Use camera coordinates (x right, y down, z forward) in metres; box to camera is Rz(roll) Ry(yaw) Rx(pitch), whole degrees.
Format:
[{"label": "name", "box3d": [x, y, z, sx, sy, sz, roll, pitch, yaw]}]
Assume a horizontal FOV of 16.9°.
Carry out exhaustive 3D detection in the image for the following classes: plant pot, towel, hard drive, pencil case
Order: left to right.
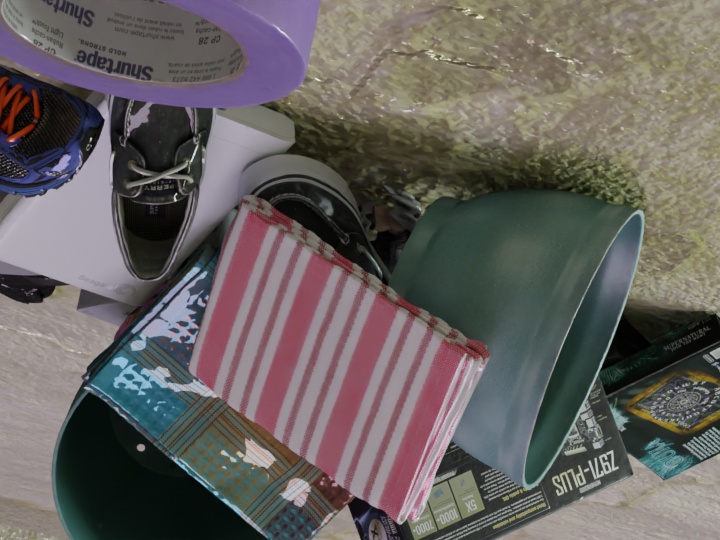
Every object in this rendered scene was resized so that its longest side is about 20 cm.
[{"label": "hard drive", "box3d": [-0.152, -0.056, 1.625, 0.131, 0.026, 0.200, 20, 135, -29]}, {"label": "plant pot", "box3d": [-0.134, 0.130, 1.870, 0.199, 0.202, 0.161, 13, -165, -8]}, {"label": "pencil case", "box3d": [-0.087, 0.097, 1.737, 0.086, 0.083, 0.200, -35, 103, 20]}, {"label": "towel", "box3d": [-0.076, 0.092, 1.678, 0.200, 0.147, 0.022, 41, -159, -9]}, {"label": "towel", "box3d": [-0.019, 0.058, 1.591, 0.199, 0.147, 0.030, 34, -147, 19]}, {"label": "plant pot", "box3d": [0.092, 0.028, 1.635, 0.133, 0.201, 0.200, 23, 168, 14]}]

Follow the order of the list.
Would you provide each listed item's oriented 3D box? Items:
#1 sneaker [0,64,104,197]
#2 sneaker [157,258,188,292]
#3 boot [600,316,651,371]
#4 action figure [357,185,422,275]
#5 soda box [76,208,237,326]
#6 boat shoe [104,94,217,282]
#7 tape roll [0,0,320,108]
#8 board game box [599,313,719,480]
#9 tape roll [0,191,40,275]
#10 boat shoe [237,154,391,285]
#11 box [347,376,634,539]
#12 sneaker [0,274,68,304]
[{"label": "sneaker", "box3d": [-0.248, -0.105, 1.545, 0.199, 0.076, 0.078, 17, 162, 31]}, {"label": "sneaker", "box3d": [-0.180, -0.051, 1.751, 0.114, 0.076, 0.201, 17, 152, 9]}, {"label": "boot", "box3d": [0.178, 0.104, 1.990, 0.164, 0.066, 0.200, -27, 153, 20]}, {"label": "action figure", "box3d": [0.000, 0.000, 1.755, 0.199, 0.070, 0.130, -18, 133, 30]}, {"label": "soda box", "box3d": [-0.142, 0.001, 1.900, 0.063, 0.069, 0.199, 21, 162, -33]}, {"label": "boat shoe", "box3d": [-0.123, -0.070, 1.531, 0.071, 0.071, 0.201, -2, 142, -4]}, {"label": "tape roll", "box3d": [-0.117, -0.161, 1.282, 0.198, 0.086, 0.200, 11, 165, 3]}, {"label": "board game box", "box3d": [0.262, 0.104, 1.946, 0.135, 0.028, 0.200, -27, 150, 16]}, {"label": "tape roll", "box3d": [-0.303, -0.059, 1.810, 0.198, 0.067, 0.200, 10, 165, 3]}, {"label": "boat shoe", "box3d": [-0.022, 0.001, 1.648, 0.071, 0.068, 0.200, -22, 139, 7]}, {"label": "box", "box3d": [0.081, 0.116, 1.818, 0.199, 0.165, 0.086, -22, -178, -24]}, {"label": "sneaker", "box3d": [-0.272, -0.009, 1.982, 0.198, 0.060, 0.104, 7, 164, 33]}]
